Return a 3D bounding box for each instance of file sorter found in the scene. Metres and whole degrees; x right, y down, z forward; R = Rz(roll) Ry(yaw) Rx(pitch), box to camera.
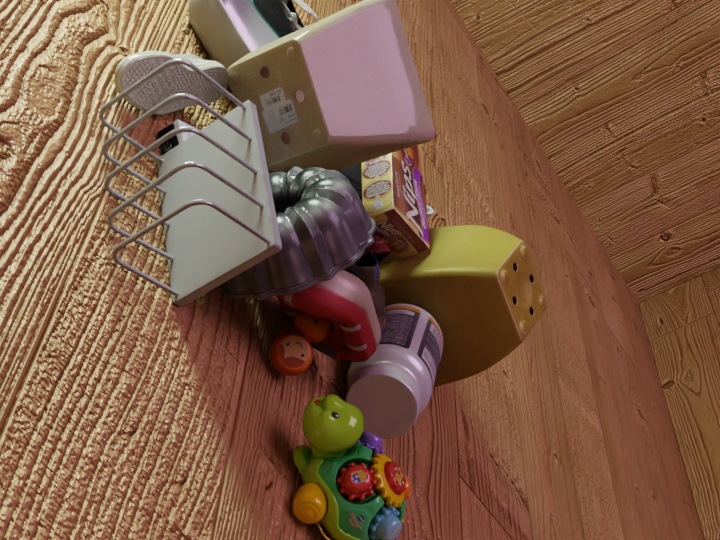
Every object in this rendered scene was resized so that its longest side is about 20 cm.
[{"bbox_3d":[-0.187,-0.095,1.128,0.124,0.138,0.201,33,35,-49],"label":"file sorter"}]

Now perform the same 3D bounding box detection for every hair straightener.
[{"bbox_3d":[0.041,-0.024,1.696,0.041,0.077,0.200,44,29,19],"label":"hair straightener"}]

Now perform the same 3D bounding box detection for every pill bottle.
[{"bbox_3d":[0.045,0.133,1.441,0.117,0.116,0.200,58,22,-14],"label":"pill bottle"}]

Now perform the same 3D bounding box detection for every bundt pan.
[{"bbox_3d":[-0.086,-0.053,1.209,0.202,0.201,0.076,-79,156,-59],"label":"bundt pan"}]

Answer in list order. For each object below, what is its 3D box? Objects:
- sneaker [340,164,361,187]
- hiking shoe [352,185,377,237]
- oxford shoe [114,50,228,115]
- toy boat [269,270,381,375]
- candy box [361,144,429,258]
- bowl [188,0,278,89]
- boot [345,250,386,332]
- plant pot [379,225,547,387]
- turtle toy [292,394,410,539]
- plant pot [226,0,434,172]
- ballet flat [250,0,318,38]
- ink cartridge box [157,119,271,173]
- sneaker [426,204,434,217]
[{"bbox_3d":[-0.017,-0.182,1.633,0.199,0.071,0.073,27,73,-31],"label":"sneaker"},{"bbox_3d":[-0.009,-0.090,1.649,0.087,0.074,0.200,52,0,22],"label":"hiking shoe"},{"bbox_3d":[-0.235,-0.231,1.299,0.058,0.076,0.200,25,20,21],"label":"oxford shoe"},{"bbox_3d":[-0.060,0.066,1.278,0.131,0.130,0.200,-56,156,-20],"label":"toy boat"},{"bbox_3d":[0.049,-0.133,1.588,0.117,0.056,0.201,46,33,-47],"label":"candy box"},{"bbox_3d":[-0.169,-0.338,1.556,0.201,0.074,0.200,60,20,-12],"label":"bowl"},{"bbox_3d":[0.000,0.000,1.474,0.200,0.074,0.097,-114,-158,-60],"label":"boot"},{"bbox_3d":[0.158,0.045,1.599,0.194,0.199,0.196,-43,116,-51],"label":"plant pot"},{"bbox_3d":[-0.011,0.230,1.206,0.201,0.101,0.146,58,21,-15],"label":"turtle toy"},{"bbox_3d":[-0.054,-0.229,1.401,0.177,0.199,0.201,-23,97,-49],"label":"plant pot"},{"bbox_3d":[-0.081,-0.336,1.564,0.200,0.073,0.073,55,22,-23],"label":"ballet flat"},{"bbox_3d":[-0.168,-0.110,1.333,0.200,0.039,0.100,21,46,-60],"label":"ink cartridge box"},{"bbox_3d":[0.054,-0.137,1.831,0.200,0.088,0.076,40,32,-46],"label":"sneaker"}]
